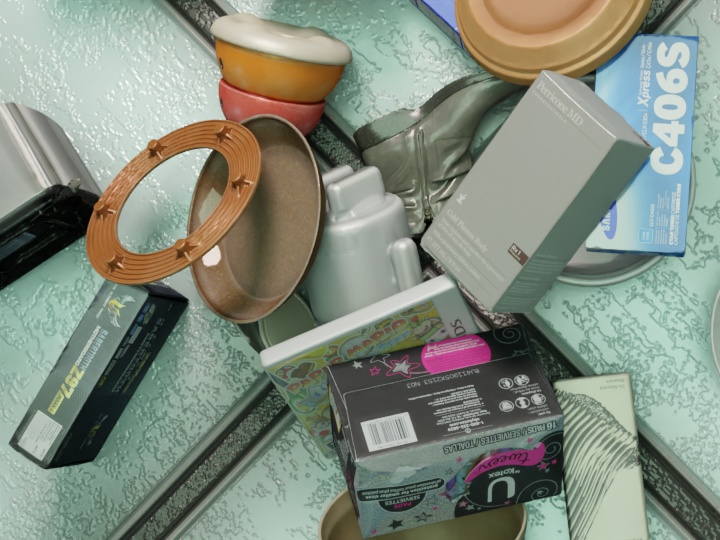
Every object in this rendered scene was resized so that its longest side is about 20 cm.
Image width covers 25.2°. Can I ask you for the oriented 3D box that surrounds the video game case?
[{"bbox_3d":[0.025,0.097,1.560,0.198,0.183,0.023,-23,49,6],"label":"video game case"}]

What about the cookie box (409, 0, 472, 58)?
[{"bbox_3d":[0.104,-0.341,1.617,0.200,0.075,0.171,43,93,8],"label":"cookie box"}]

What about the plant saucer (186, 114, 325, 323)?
[{"bbox_3d":[-0.094,-0.048,1.550,0.199,0.036,0.203,-11,75,45],"label":"plant saucer"}]

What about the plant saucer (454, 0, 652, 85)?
[{"bbox_3d":[0.177,-0.271,1.506,0.198,0.037,0.202,-11,65,23],"label":"plant saucer"}]

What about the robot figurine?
[{"bbox_3d":[0.000,0.000,1.579,0.112,0.169,0.202,-25,110,-33],"label":"robot figurine"}]

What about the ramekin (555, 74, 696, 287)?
[{"bbox_3d":[0.225,-0.083,1.571,0.198,0.105,0.203,0,87,8],"label":"ramekin"}]

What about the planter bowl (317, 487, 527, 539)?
[{"bbox_3d":[0.065,0.295,1.540,0.198,0.201,0.136,-4,115,8],"label":"planter bowl"}]

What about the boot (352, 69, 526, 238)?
[{"bbox_3d":[0.100,-0.117,1.618,0.198,0.068,0.132,-25,88,13],"label":"boot"}]

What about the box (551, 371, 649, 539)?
[{"bbox_3d":[0.236,0.203,1.570,0.081,0.068,0.203,-8,85,6],"label":"box"}]

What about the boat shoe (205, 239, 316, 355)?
[{"bbox_3d":[-0.104,0.036,1.643,0.067,0.057,0.201,-34,86,-29],"label":"boat shoe"}]

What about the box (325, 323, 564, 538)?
[{"bbox_3d":[0.079,0.153,1.516,0.198,0.116,0.133,-12,42,-7],"label":"box"}]

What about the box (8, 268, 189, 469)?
[{"bbox_3d":[-0.256,0.098,1.602,0.051,0.158,0.201,32,90,8],"label":"box"}]

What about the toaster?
[{"bbox_3d":[-0.357,-0.068,1.614,0.199,0.181,0.119,-32,81,6],"label":"toaster"}]

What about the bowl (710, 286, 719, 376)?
[{"bbox_3d":[0.432,0.059,1.540,0.198,0.090,0.204,-1,86,8],"label":"bowl"}]

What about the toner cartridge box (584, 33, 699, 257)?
[{"bbox_3d":[0.261,-0.116,1.493,0.094,0.043,0.203,3,87,10],"label":"toner cartridge box"}]

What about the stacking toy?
[{"bbox_3d":[-0.095,-0.148,1.622,0.144,0.146,0.202,15,104,9],"label":"stacking toy"}]

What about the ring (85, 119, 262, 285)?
[{"bbox_3d":[-0.183,-0.071,1.539,0.199,0.019,0.202,-20,45,20],"label":"ring"}]

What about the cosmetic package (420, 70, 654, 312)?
[{"bbox_3d":[0.160,-0.069,1.461,0.107,0.090,0.201,44,114,28],"label":"cosmetic package"}]
